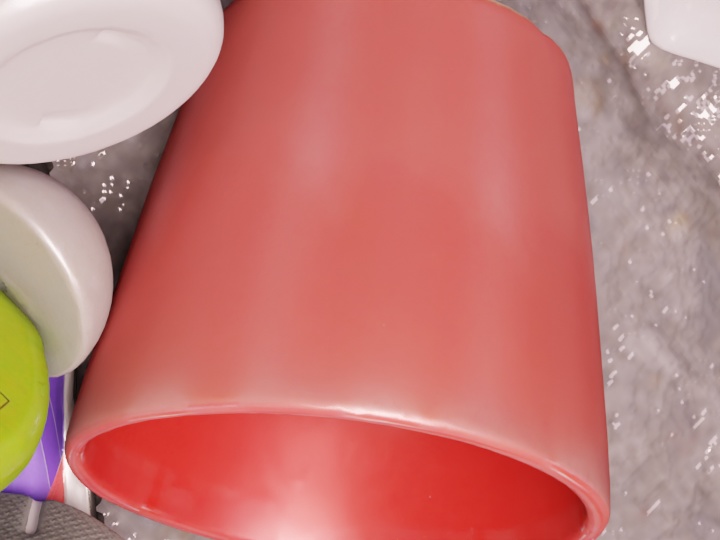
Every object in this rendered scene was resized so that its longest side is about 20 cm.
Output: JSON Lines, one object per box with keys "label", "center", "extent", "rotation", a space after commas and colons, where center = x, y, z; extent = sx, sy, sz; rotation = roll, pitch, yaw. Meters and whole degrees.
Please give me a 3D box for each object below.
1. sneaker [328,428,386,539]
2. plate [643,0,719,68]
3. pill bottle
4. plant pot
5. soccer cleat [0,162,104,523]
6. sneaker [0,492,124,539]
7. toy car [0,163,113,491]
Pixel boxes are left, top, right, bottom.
{"label": "sneaker", "center": [0.007, 0.146, 1.003], "extent": [0.139, 0.078, 0.201], "rotation": [-2, 92, -20]}
{"label": "plate", "center": [0.198, -0.132, 0.922], "extent": [0.032, 0.199, 0.200], "rotation": [-57, 153, -26]}
{"label": "pill bottle", "center": [-0.124, -0.145, 0.823], "extent": [0.110, 0.111, 0.201], "rotation": [-11, 65, -20]}
{"label": "plant pot", "center": [0.000, 0.000, 0.893], "extent": [0.200, 0.200, 0.178], "rotation": [17, 68, -24]}
{"label": "soccer cleat", "center": [-0.142, 0.036, 0.920], "extent": [0.073, 0.068, 0.201], "rotation": [-8, 106, -14]}
{"label": "sneaker", "center": [-0.161, 0.127, 0.894], "extent": [0.200, 0.070, 0.081], "rotation": [6, 116, 19]}
{"label": "toy car", "center": [-0.198, 0.024, 0.842], "extent": [0.200, 0.150, 0.175], "rotation": [37, 49, 12]}
